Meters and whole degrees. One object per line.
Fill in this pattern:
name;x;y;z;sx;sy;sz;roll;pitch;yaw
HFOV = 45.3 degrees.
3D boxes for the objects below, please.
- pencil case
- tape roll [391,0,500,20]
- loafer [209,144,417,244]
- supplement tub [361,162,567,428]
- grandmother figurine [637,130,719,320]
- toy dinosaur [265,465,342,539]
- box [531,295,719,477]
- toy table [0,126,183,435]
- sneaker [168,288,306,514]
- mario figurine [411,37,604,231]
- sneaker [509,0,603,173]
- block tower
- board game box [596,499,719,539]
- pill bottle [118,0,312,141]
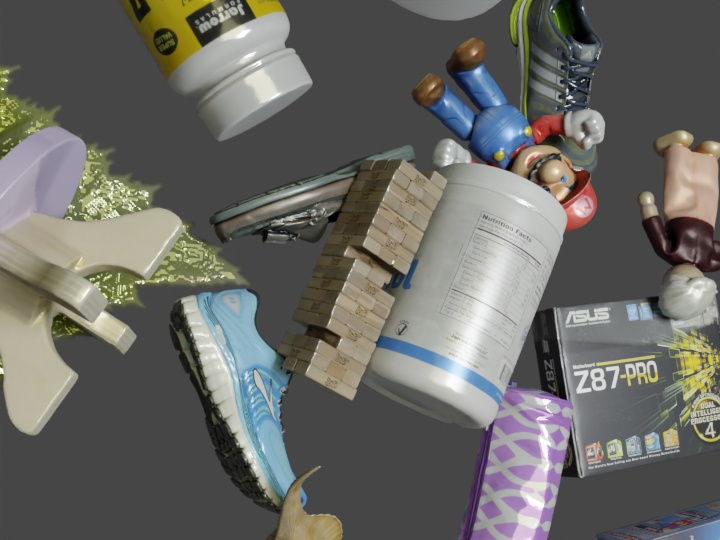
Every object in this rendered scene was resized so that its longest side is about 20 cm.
pencil case;0.131;0.196;0.771;0.085;0.084;0.200;18;78;-26
tape roll;0.085;-0.348;0.830;0.202;0.071;0.203;3;83;-21
loafer;-0.030;-0.054;0.752;0.200;0.072;0.063;-22;97;-23
supplement tub;0.087;0.023;0.752;0.132;0.132;0.200;28;74;-15
grandmother figurine;0.331;-0.041;0.868;0.121;0.061;0.200;14;64;2
toy dinosaur;-0.060;0.222;0.690;0.101;0.058;0.200;-27;130;-18
box;0.273;0.109;0.855;0.200;0.049;0.161;-4;81;-22
toy table;-0.225;0.007;0.622;0.117;0.184;0.200;31;86;2
sneaker;-0.081;0.105;0.709;0.090;0.078;0.200;-21;93;-27
mario figurine;0.144;-0.120;0.793;0.200;0.123;0.106;47;33;0
sneaker;0.199;-0.188;0.846;0.074;0.081;0.200;-11;88;-21
block tower;0.000;0.000;0.711;0.058;0.054;0.200;34;74;-34
board game box;0.328;0.317;0.843;0.200;0.062;0.200;7;81;-19
pill bottle;-0.130;-0.216;0.709;0.114;0.114;0.200;-33;95;-21
